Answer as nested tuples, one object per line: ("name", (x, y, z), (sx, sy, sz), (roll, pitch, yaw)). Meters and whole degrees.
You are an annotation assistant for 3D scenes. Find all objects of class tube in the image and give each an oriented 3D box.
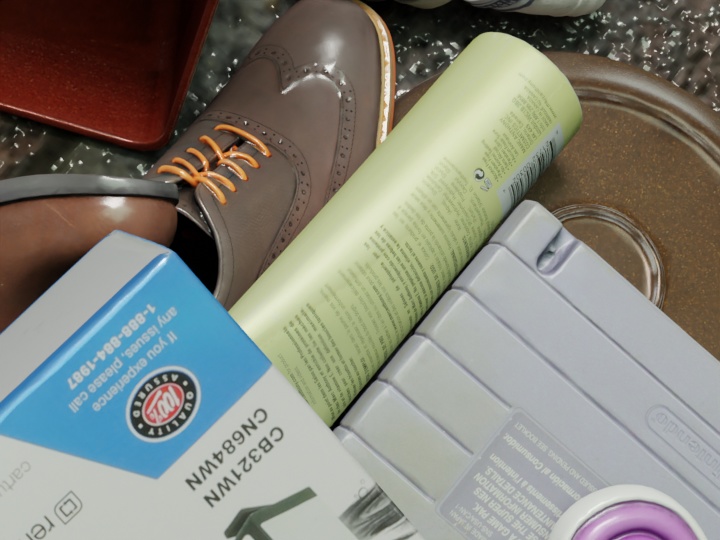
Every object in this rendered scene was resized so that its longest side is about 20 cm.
("tube", (0.000, 0.000, 0.958), (0.058, 0.052, 0.200), (42, 67, -5))

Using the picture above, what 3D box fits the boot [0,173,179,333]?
("boot", (-0.113, 0.082, 0.880), (0.068, 0.188, 0.201), (13, 59, -55))

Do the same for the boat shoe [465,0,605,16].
("boat shoe", (0.063, -0.191, 1.071), (0.070, 0.071, 0.201), (9, 63, -39))

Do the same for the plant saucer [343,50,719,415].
("plant saucer", (0.082, 0.006, 1.022), (0.199, 0.032, 0.201), (4, 72, -12))

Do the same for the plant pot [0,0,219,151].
("plant pot", (-0.128, -0.188, 0.962), (0.199, 0.200, 0.177), (16, 58, -8))

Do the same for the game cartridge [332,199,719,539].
("game cartridge", (0.092, 0.088, 0.968), (0.200, 0.038, 0.130), (41, 87, -7))

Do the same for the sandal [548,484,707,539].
("sandal", (0.116, 0.171, 0.930), (0.082, 0.050, 0.203), (-27, 95, -8))

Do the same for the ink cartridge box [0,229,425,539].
("ink cartridge box", (-0.052, 0.111, 0.812), (0.146, 0.084, 0.200), (-44, 106, -11))

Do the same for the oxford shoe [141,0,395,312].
("oxford shoe", (-0.042, -0.023, 0.971), (0.071, 0.073, 0.200), (16, 66, 18))

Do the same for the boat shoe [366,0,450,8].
("boat shoe", (-0.012, -0.195, 1.037), (0.067, 0.072, 0.201), (-2, 69, -41))
